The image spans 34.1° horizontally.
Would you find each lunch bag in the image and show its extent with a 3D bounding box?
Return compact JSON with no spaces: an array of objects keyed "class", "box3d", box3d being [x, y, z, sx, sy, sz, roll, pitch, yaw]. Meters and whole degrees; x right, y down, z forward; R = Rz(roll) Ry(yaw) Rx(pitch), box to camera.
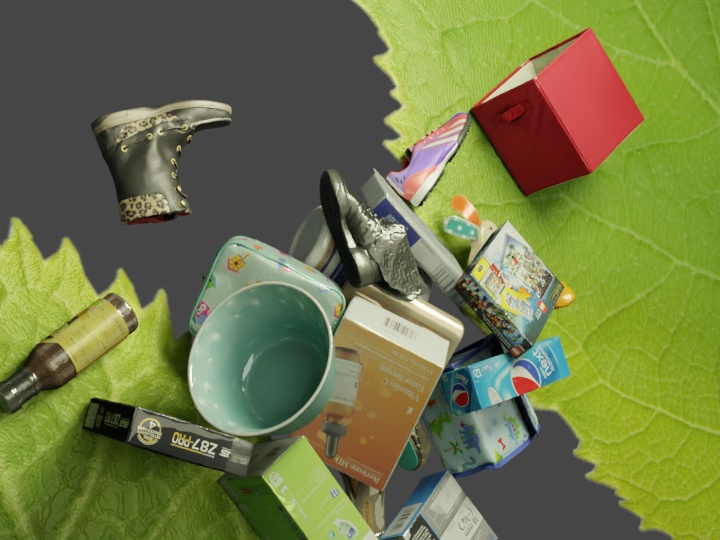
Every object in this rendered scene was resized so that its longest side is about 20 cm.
[{"class":"lunch bag","box3d":[-0.132,0.056,1.595,0.197,0.077,0.162,25,99,-7]},{"class":"lunch bag","box3d":[0.190,0.199,1.786,0.199,0.126,0.173,-22,89,-51]}]

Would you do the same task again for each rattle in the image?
[{"class":"rattle","box3d":[0.227,-0.025,1.821,0.129,0.142,0.203,-29,111,-30]}]

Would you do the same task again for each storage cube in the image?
[{"class":"storage cube","box3d":[0.324,-0.257,1.933,0.200,0.170,0.181,-43,103,-32]}]

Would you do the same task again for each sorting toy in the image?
[{"class":"sorting toy","box3d":[0.025,0.123,1.654,0.183,0.037,0.202,28,102,-6]}]

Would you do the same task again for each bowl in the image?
[{"class":"bowl","box3d":[-0.111,0.128,1.493,0.105,0.197,0.204,51,49,-59]}]

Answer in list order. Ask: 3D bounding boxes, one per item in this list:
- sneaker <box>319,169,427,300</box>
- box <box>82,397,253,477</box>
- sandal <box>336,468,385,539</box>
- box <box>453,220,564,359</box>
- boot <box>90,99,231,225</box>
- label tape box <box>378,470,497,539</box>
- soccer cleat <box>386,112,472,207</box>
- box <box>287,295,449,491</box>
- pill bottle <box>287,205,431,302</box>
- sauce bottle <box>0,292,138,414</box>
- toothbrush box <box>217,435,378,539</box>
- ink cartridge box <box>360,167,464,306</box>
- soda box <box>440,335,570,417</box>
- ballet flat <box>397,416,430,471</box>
[{"class":"sneaker","box3d":[0.018,-0.050,1.618,0.103,0.060,0.203,-15,82,-25]},{"class":"box","box3d":[-0.243,0.206,1.460,0.159,0.199,0.050,21,78,-27]},{"class":"sandal","box3d":[0.005,0.296,1.681,0.080,0.054,0.204,-1,79,-32]},{"class":"box","box3d":[0.221,0.025,1.716,0.137,0.038,0.200,49,33,-4]},{"class":"boot","box3d":[-0.258,-0.149,1.604,0.197,0.073,0.153,-11,84,-29]},{"class":"label tape box","box3d":[0.134,0.418,1.715,0.201,0.063,0.144,54,47,-10]},{"class":"soccer cleat","box3d":[0.113,-0.190,1.853,0.073,0.068,0.201,33,59,-1]},{"class":"box","box3d":[0.011,0.165,1.590,0.150,0.106,0.203,25,107,1]},{"class":"pill bottle","box3d":[0.000,0.000,1.707,0.198,0.115,0.117,29,66,-22]},{"class":"sauce bottle","box3d":[-0.373,0.105,1.482,0.199,0.064,0.065,-39,100,-33]},{"class":"toothbrush box","box3d":[-0.079,0.329,1.569,0.086,0.145,0.201,-40,100,-31]},{"class":"ink cartridge box","box3d":[0.079,-0.054,1.753,0.043,0.200,0.196,-42,105,6]},{"class":"soda box","box3d":[0.210,0.152,1.690,0.198,0.067,0.065,-14,83,-40]},{"class":"ballet flat","box3d":[0.048,0.198,1.733,0.202,0.067,0.075,63,35,-11]}]
